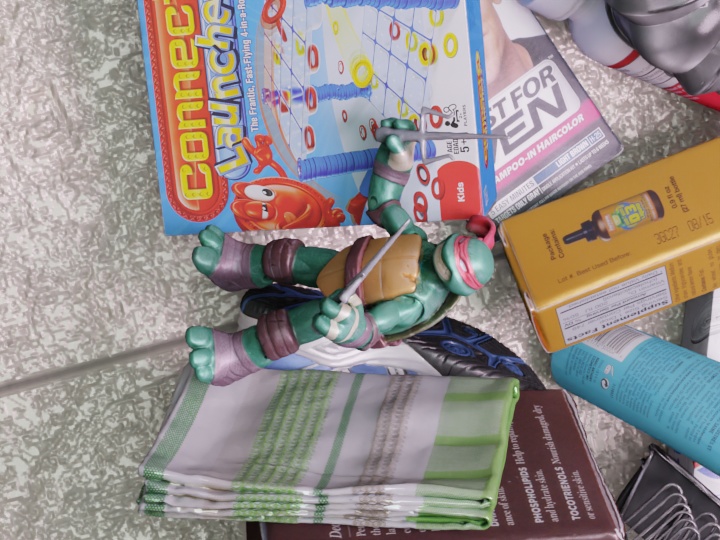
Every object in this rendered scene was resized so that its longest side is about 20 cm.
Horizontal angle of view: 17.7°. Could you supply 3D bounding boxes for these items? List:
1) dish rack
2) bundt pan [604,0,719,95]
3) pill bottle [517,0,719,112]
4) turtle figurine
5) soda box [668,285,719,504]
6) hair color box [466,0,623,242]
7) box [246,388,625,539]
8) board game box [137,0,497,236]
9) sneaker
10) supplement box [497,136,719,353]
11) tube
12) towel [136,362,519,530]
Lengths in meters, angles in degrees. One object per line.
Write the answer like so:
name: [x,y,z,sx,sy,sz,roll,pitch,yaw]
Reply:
dish rack: [0.211,0.185,1.299,0.153,0.200,0.055,39,99,-4]
bundt pan: [0.222,-0.176,1.266,0.200,0.076,0.203,0,120,0]
pill bottle: [0.197,-0.163,1.383,0.199,0.112,0.113,20,88,-18]
turtle figurine: [0.000,0.000,1.288,0.199,0.150,0.101,-16,126,26]
soda box: [0.230,0.097,1.429,0.063,0.068,0.202,7,91,-7]
hair color box: [0.061,-0.126,1.409,0.100,0.061,0.201,-36,94,-6]
box: [0.038,0.182,1.333,0.198,0.165,0.167,-4,117,-6]
board game box: [-0.027,-0.126,1.351,0.194,0.056,0.202,-3,103,13]
sneaker: [0.017,0.067,1.409,0.198,0.076,0.078,14,107,-5]
supplement box: [0.186,-0.024,1.374,0.198,0.069,0.067,-20,60,0]
tube: [0.198,0.079,1.365,0.078,0.199,0.050,-54,133,-10]
towel: [-0.016,0.091,1.293,0.198,0.150,0.031,1,119,9]
